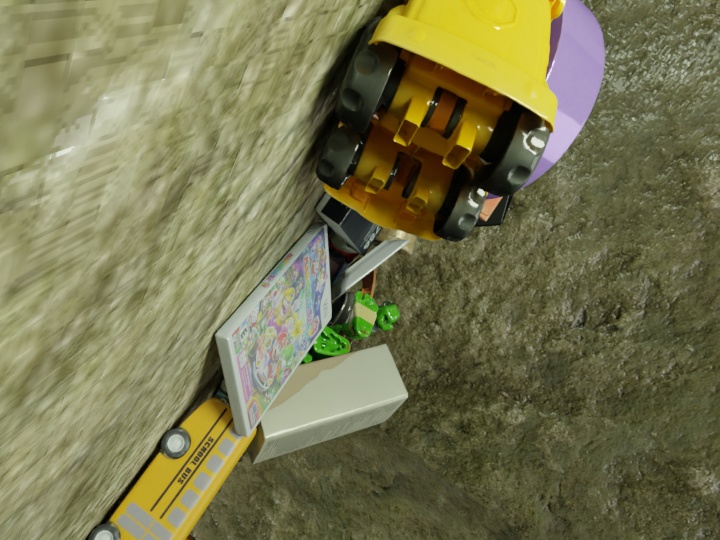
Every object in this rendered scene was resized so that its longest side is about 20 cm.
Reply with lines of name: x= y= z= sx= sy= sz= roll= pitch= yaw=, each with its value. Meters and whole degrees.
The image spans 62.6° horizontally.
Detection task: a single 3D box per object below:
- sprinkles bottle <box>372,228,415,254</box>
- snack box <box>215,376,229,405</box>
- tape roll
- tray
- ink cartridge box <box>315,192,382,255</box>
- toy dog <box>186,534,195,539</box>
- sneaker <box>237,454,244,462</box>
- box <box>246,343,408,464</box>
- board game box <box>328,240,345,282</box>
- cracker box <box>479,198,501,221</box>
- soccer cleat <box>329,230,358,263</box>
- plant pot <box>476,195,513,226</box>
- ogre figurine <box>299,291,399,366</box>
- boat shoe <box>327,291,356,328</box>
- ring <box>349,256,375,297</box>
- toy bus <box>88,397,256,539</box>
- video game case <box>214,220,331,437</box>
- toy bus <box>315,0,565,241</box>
sprinkles bottle: x=0.071 y=-0.128 z=0.838 sx=0.068 sy=0.067 sz=0.204 roll=107 pitch=1 yaw=-84
snack box: x=-0.132 y=0.104 z=0.766 sx=0.117 sy=0.037 sz=0.201 roll=-57 pitch=179 yaw=-43
tape roll: x=0.123 y=-0.174 z=0.556 sx=0.199 sy=0.065 sz=0.204 roll=-31 pitch=-130 yaw=45
tray: x=0.000 y=0.000 z=0.821 sx=0.107 sy=0.022 sz=0.200 roll=-37 pitch=179 yaw=-12
ink cartridge box: x=0.008 y=-0.079 z=0.714 sx=0.100 sy=0.039 sz=0.200 roll=-57 pitch=168 yaw=-2
toy dog: x=-0.294 y=0.409 z=0.749 sx=0.200 sy=0.136 sz=0.199 roll=-44 pitch=132 yaw=-74
sneaker: x=-0.138 y=0.209 z=0.902 sx=0.199 sy=0.091 sz=0.076 roll=-37 pitch=178 yaw=0
box: x=-0.049 y=0.167 z=0.750 sx=0.196 sy=0.079 sz=0.095 roll=-9 pitch=150 yaw=-30
board game box: x=-0.077 y=0.037 z=0.966 sx=0.201 sy=0.043 sz=0.200 roll=-58 pitch=178 yaw=18
cracker box: x=0.110 y=-0.157 z=0.685 sx=0.135 sy=0.057 sz=0.200 roll=-56 pitch=-145 yaw=6
soccer cleat: x=0.014 y=-0.085 z=0.902 sx=0.200 sy=0.068 sz=0.086 roll=-46 pitch=167 yaw=-55
plant pot: x=0.185 y=-0.187 z=1.010 sx=0.201 sy=0.174 sz=0.203 roll=-54 pitch=158 yaw=-52
ogre figurine: x=-0.046 y=0.101 z=0.823 sx=0.119 sy=0.099 sz=0.200 roll=-35 pitch=-172 yaw=47
boat shoe: x=-0.073 y=0.114 z=0.947 sx=0.202 sy=0.056 sz=0.067 roll=-59 pitch=-160 yaw=16
ring: x=-0.035 y=0.068 z=1.017 sx=0.201 sy=0.019 sz=0.203 roll=-50 pitch=-156 yaw=31
toy bus: x=-0.198 y=0.233 z=0.622 sx=0.202 sy=0.078 sz=0.065 roll=-56 pitch=179 yaw=-26
video game case: x=-0.084 y=0.059 z=0.646 sx=0.201 sy=0.018 sz=0.146 roll=-55 pitch=152 yaw=-46
toy bus: x=0.060 y=-0.145 z=0.448 sx=0.200 sy=0.133 sz=0.196 roll=126 pitch=-16 yaw=-65
